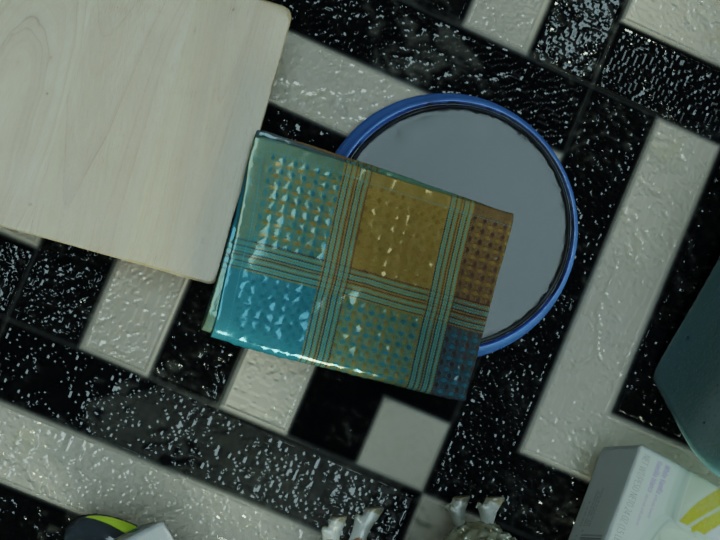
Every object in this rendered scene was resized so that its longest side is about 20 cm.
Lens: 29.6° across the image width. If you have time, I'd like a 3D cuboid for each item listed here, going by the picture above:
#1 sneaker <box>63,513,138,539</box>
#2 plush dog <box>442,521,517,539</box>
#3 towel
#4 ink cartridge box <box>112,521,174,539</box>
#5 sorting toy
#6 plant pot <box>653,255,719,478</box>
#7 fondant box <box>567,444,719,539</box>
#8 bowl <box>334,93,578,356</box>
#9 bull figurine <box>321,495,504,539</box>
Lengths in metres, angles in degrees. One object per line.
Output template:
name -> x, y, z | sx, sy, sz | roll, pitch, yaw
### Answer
sneaker -> -0.151, 0.261, 0.947 | 0.081, 0.074, 0.200 | -34, 92, -45
plush dog -> 0.074, 0.281, 0.869 | 0.160, 0.172, 0.200 | -24, 93, -11
towel -> 0.000, 0.000, 0.954 | 0.200, 0.022, 0.147 | 16, 89, -17
ink cartridge box -> -0.183, 0.278, 0.876 | 0.200, 0.050, 0.161 | -25, 89, -28
sorting toy -> -0.171, -0.112, 0.964 | 0.198, 0.070, 0.200 | 16, 88, -6
plant pot -> 0.339, 0.082, 0.921 | 0.196, 0.200, 0.197 | 20, 116, -6
fondant box -> 0.244, 0.233, 0.985 | 0.200, 0.058, 0.144 | 29, 72, -15
bowl -> 0.065, -0.033, 1.005 | 0.200, 0.039, 0.201 | 0, 89, -6
bull figurine -> 0.059, 0.229, 0.991 | 0.200, 0.065, 0.122 | -6, 86, -9
